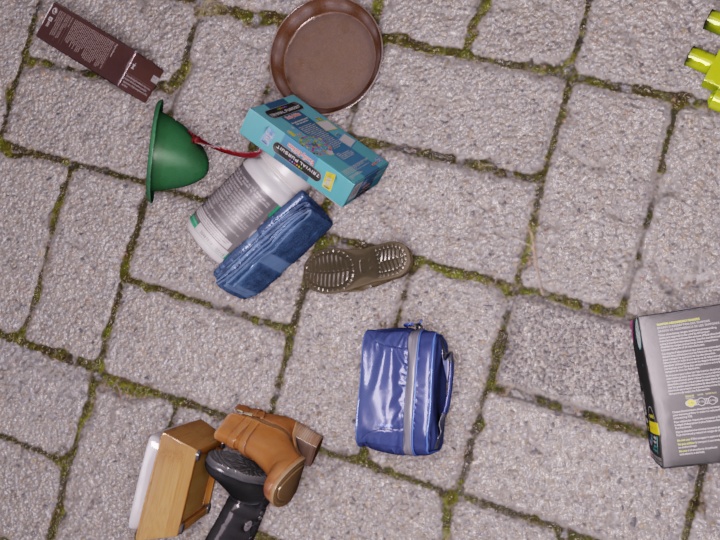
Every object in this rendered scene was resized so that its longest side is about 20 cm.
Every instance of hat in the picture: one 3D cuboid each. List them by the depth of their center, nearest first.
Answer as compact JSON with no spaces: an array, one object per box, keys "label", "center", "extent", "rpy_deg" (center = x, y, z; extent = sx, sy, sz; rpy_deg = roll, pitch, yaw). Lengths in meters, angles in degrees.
[{"label":"hat","center":[-0.259,-0.183,1.397],"extent":[0.173,0.201,0.168],"rpy_deg":[6,123,-11]}]

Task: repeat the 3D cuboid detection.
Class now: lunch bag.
[{"label":"lunch bag","center":[0.074,0.173,1.257],"extent":[0.130,0.136,0.203],"rpy_deg":[3,84,14]}]

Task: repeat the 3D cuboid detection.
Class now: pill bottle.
[{"label":"pill bottle","center":[-0.177,-0.108,1.364],"extent":[0.200,0.113,0.113],"rpy_deg":[-44,76,7]}]

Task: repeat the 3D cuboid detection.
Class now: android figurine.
[{"label":"android figurine","center":[0.585,-0.303,1.225],"extent":[0.198,0.041,0.184],"rpy_deg":[30,92,17]}]

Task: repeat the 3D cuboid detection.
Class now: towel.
[{"label":"towel","center":[-0.136,-0.033,1.346],"extent":[0.200,0.112,0.049],"rpy_deg":[-42,63,7]}]

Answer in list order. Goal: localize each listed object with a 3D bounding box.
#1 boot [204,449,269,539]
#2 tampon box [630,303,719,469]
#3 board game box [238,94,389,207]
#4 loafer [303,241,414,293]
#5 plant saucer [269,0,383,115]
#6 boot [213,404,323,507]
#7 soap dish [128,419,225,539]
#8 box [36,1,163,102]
[{"label":"boot","center":[-0.217,0.389,1.303],"extent":[0.065,0.164,0.202],"rpy_deg":[34,94,48]},{"label":"tampon box","center":[0.452,0.156,1.153],"extent":[0.124,0.150,0.203],"rpy_deg":[-9,82,13]},{"label":"board game box","center":[-0.069,-0.191,1.312],"extent":[0.199,0.151,0.047],"rpy_deg":[36,118,8]},{"label":"loafer","center":[0.000,0.000,1.334],"extent":[0.197,0.067,0.077],"rpy_deg":[-5,79,30]},{"label":"plant saucer","center":[-0.055,-0.354,1.400],"extent":[0.197,0.034,0.204],"rpy_deg":[-1,84,13]},{"label":"boot","center":[-0.154,0.276,1.277],"extent":[0.153,0.200,0.075],"rpy_deg":[21,104,8]},{"label":"soap dish","center":[-0.278,0.322,1.303],"extent":[0.080,0.200,0.160],"rpy_deg":[13,87,7]},{"label":"box","center":[-0.456,-0.382,1.474],"extent":[0.198,0.100,0.076],"rpy_deg":[31,92,17]}]
